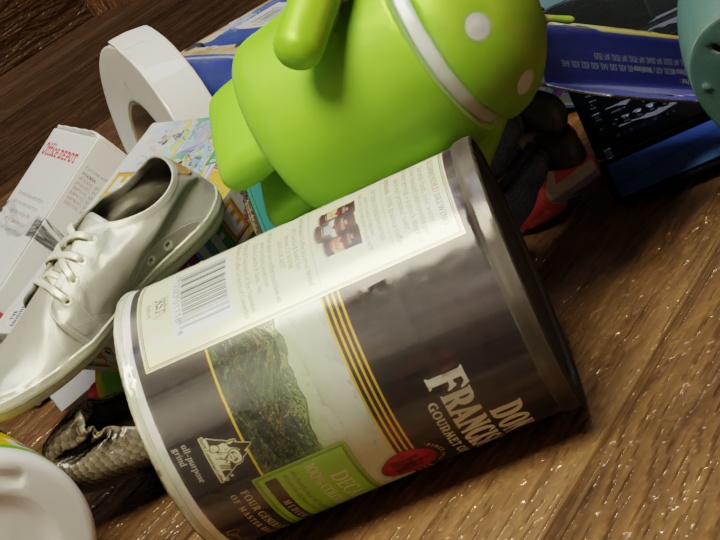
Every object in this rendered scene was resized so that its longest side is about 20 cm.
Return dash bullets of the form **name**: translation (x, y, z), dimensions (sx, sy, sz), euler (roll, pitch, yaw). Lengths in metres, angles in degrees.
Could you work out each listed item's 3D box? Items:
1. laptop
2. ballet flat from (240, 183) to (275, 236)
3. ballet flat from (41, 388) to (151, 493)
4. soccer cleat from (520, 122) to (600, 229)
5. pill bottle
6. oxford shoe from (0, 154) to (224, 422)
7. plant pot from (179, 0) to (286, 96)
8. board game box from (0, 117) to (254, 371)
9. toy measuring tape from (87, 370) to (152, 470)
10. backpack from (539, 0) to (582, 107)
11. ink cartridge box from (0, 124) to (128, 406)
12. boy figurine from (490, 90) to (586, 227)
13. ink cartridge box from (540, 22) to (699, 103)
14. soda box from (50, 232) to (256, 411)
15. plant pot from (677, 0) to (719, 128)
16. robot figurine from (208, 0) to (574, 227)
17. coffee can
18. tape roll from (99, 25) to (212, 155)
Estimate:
- **laptop**: translation (0.226, -0.148, 1.087), dimensions (0.176, 0.201, 0.103), euler (-23, -22, 9)
- **ballet flat**: translation (-0.028, -0.002, 0.953), dimensions (0.067, 0.201, 0.075), euler (-18, -15, 23)
- **ballet flat**: translation (-0.096, 0.074, 0.956), dimensions (0.199, 0.047, 0.067), euler (-20, 44, -15)
- **soccer cleat**: translation (0.115, -0.097, 1.136), dimensions (0.076, 0.067, 0.200), euler (-27, 30, 10)
- **pill bottle**: translation (-0.233, 0.141, 0.914), dimensions (0.111, 0.112, 0.200), euler (-33, 19, -21)
- **oxford shoe**: translation (-0.163, 0.006, 0.936), dimensions (0.200, 0.058, 0.075), euler (-48, 36, -18)
- **plant pot**: translation (-0.030, -0.126, 1.270), dimensions (0.199, 0.181, 0.200), euler (-34, 19, -20)
- **board game box**: translation (-0.133, -0.021, 1.029), dimensions (0.134, 0.034, 0.200), euler (-2, 45, 41)
- **toy measuring tape**: translation (-0.138, 0.065, 1.065), dimensions (0.073, 0.074, 0.200), euler (-23, 18, 10)
- **backpack**: translation (0.157, -0.214, 1.251), dimensions (0.181, 0.201, 0.135), euler (12, 34, -14)
- **ink cartridge box**: translation (-0.249, -0.008, 1.280), dimensions (0.201, 0.083, 0.147), euler (-58, 24, -6)
- **boy figurine**: translation (0.062, -0.021, 0.952), dimensions (0.064, 0.125, 0.201), euler (7, 51, 36)
- **ink cartridge box**: translation (0.126, -0.136, 1.005), dimensions (0.199, 0.047, 0.197), euler (10, 10, 39)
- **soda box**: translation (-0.147, 0.013, 1.135), dimensions (0.200, 0.064, 0.068), euler (-40, -4, 6)
- **plant pot**: translation (0.272, -0.157, 0.915), dimensions (0.200, 0.201, 0.161), euler (-6, 43, 48)
- **robot figurine**: translation (0.013, -0.106, 0.857), dimensions (0.199, 0.175, 0.116), euler (-31, 44, 20)
- **coffee can**: translation (-0.005, 0.039, 0.820), dimensions (0.199, 0.147, 0.146), euler (-24, 18, 10)
- **tape roll**: translation (-0.141, -0.092, 1.251), dimensions (0.037, 0.204, 0.203), euler (-28, 17, -18)
